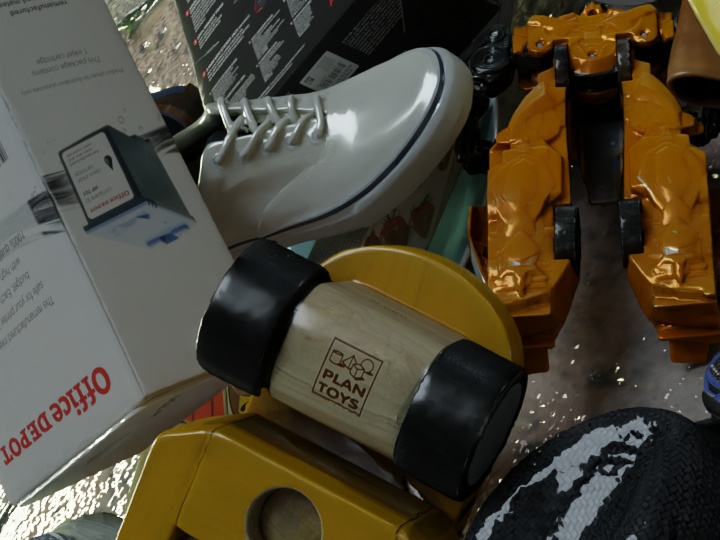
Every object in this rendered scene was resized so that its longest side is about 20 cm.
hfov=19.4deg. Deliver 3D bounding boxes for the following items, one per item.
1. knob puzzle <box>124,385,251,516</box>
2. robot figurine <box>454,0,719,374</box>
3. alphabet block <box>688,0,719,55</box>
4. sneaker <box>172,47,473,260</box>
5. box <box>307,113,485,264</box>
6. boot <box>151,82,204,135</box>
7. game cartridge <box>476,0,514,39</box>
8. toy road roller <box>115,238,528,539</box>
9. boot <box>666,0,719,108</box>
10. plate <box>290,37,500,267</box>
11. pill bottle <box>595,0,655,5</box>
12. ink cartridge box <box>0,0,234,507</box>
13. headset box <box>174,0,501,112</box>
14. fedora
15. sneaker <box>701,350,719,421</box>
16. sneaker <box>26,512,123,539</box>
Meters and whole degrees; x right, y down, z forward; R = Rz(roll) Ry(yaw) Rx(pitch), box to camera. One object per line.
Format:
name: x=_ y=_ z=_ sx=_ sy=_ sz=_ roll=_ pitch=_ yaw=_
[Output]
knob puzzle: x=-0.053 y=0.079 z=0.981 sx=0.219 sy=0.030 sz=0.221 roll=-25 pitch=54 yaw=41
robot figurine: x=0.106 y=-0.046 z=0.945 sx=0.144 sy=0.058 sz=0.201 roll=-4 pitch=45 yaw=9
alphabet block: x=0.209 y=-0.180 z=0.778 sx=0.196 sy=0.200 sz=0.196 roll=-36 pitch=68 yaw=24
sneaker: x=-0.038 y=-0.052 z=0.982 sx=0.199 sy=0.071 sz=0.073 roll=-28 pitch=48 yaw=32
box: x=0.000 y=0.000 z=1.012 sx=0.041 sy=0.039 sz=0.201 roll=23 pitch=90 yaw=54
boot: x=-0.163 y=-0.038 z=1.296 sx=0.200 sy=0.075 sz=0.097 roll=-38 pitch=12 yaw=21
game cartridge: x=0.017 y=-0.150 z=1.152 sx=0.200 sy=0.041 sz=0.134 roll=24 pitch=112 yaw=54
toy road roller: x=-0.005 y=0.088 z=0.848 sx=0.122 sy=0.146 sz=0.201 roll=26 pitch=99 yaw=16
boot: x=0.231 y=-0.164 z=0.928 sx=0.187 sy=0.069 sz=0.201 roll=0 pitch=58 yaw=11
plate: x=0.006 y=-0.036 z=1.075 sx=0.200 sy=0.025 sz=0.201 roll=-26 pitch=54 yaw=42
pill bottle: x=0.146 y=-0.235 z=1.079 sx=0.112 sy=0.112 sz=0.201 roll=-18 pitch=42 yaw=38
ink cartridge box: x=-0.145 y=-0.013 z=0.982 sx=0.086 sy=0.201 sz=0.146 roll=-22 pitch=-10 yaw=-41
headset box: x=-0.024 y=-0.161 z=1.090 sx=0.149 sy=0.075 sz=0.201 roll=-47 pitch=41 yaw=28
fedora: x=0.090 y=0.121 z=0.774 sx=0.200 sy=0.092 sz=0.201 roll=-31 pitch=35 yaw=25
sneaker: x=0.200 y=-0.013 z=0.775 sx=0.200 sy=0.079 sz=0.075 roll=-39 pitch=28 yaw=-11
sneaker: x=-0.092 y=0.164 z=0.916 sx=0.199 sy=0.086 sz=0.078 roll=8 pitch=101 yaw=40
